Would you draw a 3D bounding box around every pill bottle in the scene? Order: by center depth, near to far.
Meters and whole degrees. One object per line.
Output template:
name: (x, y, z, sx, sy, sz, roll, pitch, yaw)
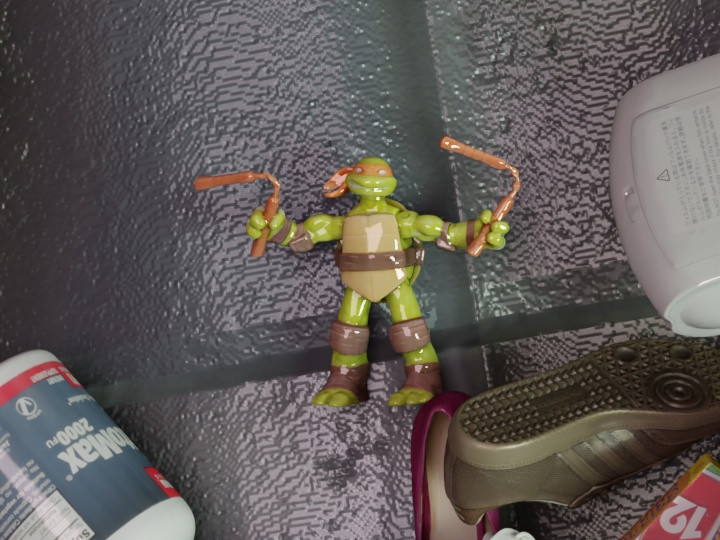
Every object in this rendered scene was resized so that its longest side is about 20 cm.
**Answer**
pill bottle: (-0.171, 0.158, 1.752, 0.120, 0.120, 0.200, -45, 77, 9)

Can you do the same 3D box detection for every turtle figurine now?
turtle figurine: (0.000, 0.000, 1.742, 0.199, 0.064, 0.162, -1, 94, 7)

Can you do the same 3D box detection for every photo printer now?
photo printer: (0.242, -0.056, 1.647, 0.199, 0.070, 0.167, -19, 55, 13)

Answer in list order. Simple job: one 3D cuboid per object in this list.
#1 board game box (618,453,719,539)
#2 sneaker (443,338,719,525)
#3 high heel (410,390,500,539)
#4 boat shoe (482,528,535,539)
board game box: (0.168, 0.211, 1.687, 0.095, 0.030, 0.200, 42, 101, -8)
sneaker: (0.137, 0.095, 1.677, 0.199, 0.076, 0.071, -10, 43, -21)
high heel: (0.058, 0.173, 1.698, 0.067, 0.096, 0.201, 4, 88, 16)
boat shoe: (0.082, 0.180, 1.647, 0.199, 0.074, 0.066, -3, 62, 3)
